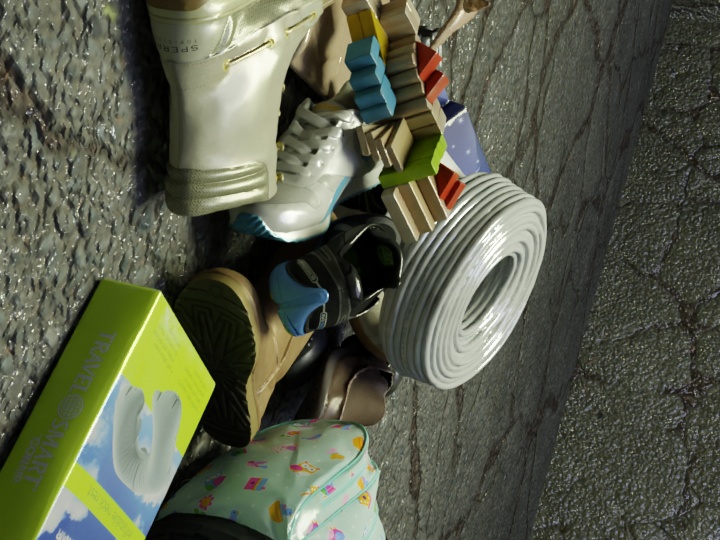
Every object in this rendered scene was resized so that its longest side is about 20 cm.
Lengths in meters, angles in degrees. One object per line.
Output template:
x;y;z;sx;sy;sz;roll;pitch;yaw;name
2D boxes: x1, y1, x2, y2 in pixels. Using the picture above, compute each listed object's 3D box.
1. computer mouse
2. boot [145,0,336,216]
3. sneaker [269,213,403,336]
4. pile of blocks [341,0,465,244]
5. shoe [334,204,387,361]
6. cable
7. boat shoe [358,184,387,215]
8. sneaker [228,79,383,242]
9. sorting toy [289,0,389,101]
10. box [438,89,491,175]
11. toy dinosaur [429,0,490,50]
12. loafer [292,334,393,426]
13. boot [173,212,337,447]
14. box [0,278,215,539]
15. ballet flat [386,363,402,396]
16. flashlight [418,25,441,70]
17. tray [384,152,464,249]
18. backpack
-0.029;0.023;0.997;0.059;0.034;0.201;71;35;-55;computer mouse
-0.068;-0.133;0.732;0.200;0.072;0.156;-38;136;-52;boot
0.000;0.000;0.810;0.200;0.082;0.071;-40;115;-69;sneaker
0.037;-0.126;0.823;0.082;0.062;0.201;-27;101;-64;pile of blocks
0.015;0.016;0.996;0.200;0.053;0.070;60;33;-42;shoe
0.093;0.011;0.970;0.201;0.069;0.200;-62;155;8;cable
0.033;-0.071;0.988;0.061;0.071;0.202;-95;180;-54;boat shoe
-0.040;-0.084;0.826;0.200;0.076;0.081;-47;147;-54;sneaker
-0.014;-0.233;0.893;0.200;0.036;0.186;33;70;-74;sorting toy
0.075;-0.080;1.077;0.121;0.032;0.201;-39;126;-16;box
0.097;-0.306;1.026;0.136;0.085;0.202;-45;135;-70;toy dinosaur
-0.005;0.110;1.000;0.073;0.071;0.200;-63;175;17;loafer
-0.069;0.012;0.841;0.176;0.066;0.200;97;17;-44;boot
-0.162;0.121;0.657;0.122;0.047;0.201;72;34;-54;box
0.039;0.038;1.153;0.068;0.068;0.201;35;67;-60;ballet flat
0.057;-0.145;1.101;0.068;0.068;0.201;-11;113;-28;flashlight
0.075;-0.038;0.991;0.108;0.022;0.200;-60;155;-3;tray
-0.059;0.194;0.800;0.200;0.166;0.128;-27;120;-55;backpack
